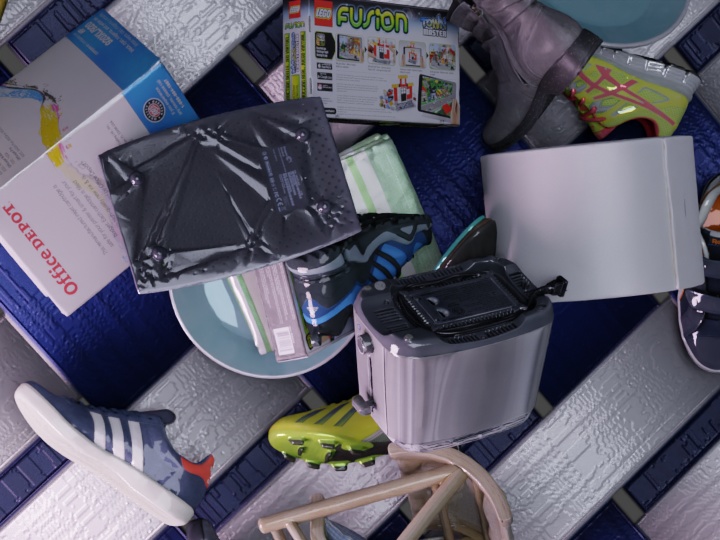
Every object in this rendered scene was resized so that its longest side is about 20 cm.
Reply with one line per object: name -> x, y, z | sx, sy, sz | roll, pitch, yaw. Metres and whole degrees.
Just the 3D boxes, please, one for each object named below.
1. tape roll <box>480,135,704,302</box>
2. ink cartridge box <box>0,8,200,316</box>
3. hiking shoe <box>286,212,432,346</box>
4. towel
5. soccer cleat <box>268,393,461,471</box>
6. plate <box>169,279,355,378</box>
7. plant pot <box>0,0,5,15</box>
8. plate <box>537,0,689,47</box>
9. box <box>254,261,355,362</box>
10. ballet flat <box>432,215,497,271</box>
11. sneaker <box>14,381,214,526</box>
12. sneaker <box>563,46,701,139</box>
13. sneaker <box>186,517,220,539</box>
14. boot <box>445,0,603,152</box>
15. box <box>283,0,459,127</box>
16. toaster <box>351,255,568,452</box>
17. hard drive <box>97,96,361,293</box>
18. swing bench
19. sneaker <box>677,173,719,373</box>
tape roll -> 0.216, -0.049, 1.597 | 0.201, 0.203, 0.140 | -6, 92, -11
ink cartridge box -> -0.245, -0.097, 1.505 | 0.200, 0.145, 0.148 | -39, 131, -8
hiking shoe -> 0.000, 0.000, 1.543 | 0.199, 0.074, 0.087 | -23, 112, -51
towel -> -0.033, -0.024, 1.613 | 0.199, 0.023, 0.154 | -24, 97, -12
soccer cleat -> 0.009, 0.141, 1.640 | 0.198, 0.065, 0.084 | -3, 63, -7
plate -> -0.085, 0.002, 1.626 | 0.198, 0.026, 0.202 | 0, 92, -12
plant pot -> -0.401, -0.232, 1.478 | 0.198, 0.200, 0.178 | 9, 101, -12
plate -> 0.220, -0.288, 1.637 | 0.198, 0.026, 0.202 | 8, 56, -12
box -> -0.060, -0.029, 1.541 | 0.034, 0.110, 0.202 | -10, 97, 28
ballet flat -> 0.081, 0.031, 1.594 | 0.068, 0.200, 0.068 | 49, 40, 9
sneaker -> -0.224, 0.150, 1.584 | 0.199, 0.075, 0.085 | 37, 69, -9
sneaker -> 0.230, -0.176, 1.661 | 0.198, 0.078, 0.091 | 16, 98, -8
sneaker -> -0.099, 0.314, 1.604 | 0.087, 0.074, 0.201 | -18, 105, 1
boot -> 0.132, -0.203, 1.595 | 0.131, 0.200, 0.070 | 38, 55, -1
box -> 0.014, -0.191, 1.577 | 0.199, 0.035, 0.111 | -1, 91, -45
toaster -> 0.085, 0.073, 1.497 | 0.199, 0.114, 0.130 | -13, 128, -24
hard drive -> -0.111, -0.062, 1.441 | 0.199, 0.042, 0.136 | -16, 85, -15
swing bench -> 0.036, 0.258, 1.554 | 0.199, 0.199, 0.130 | -31, 61, -10
sneaker -> 0.354, 0.001, 1.682 | 0.078, 0.079, 0.202 | 3, 89, 7
